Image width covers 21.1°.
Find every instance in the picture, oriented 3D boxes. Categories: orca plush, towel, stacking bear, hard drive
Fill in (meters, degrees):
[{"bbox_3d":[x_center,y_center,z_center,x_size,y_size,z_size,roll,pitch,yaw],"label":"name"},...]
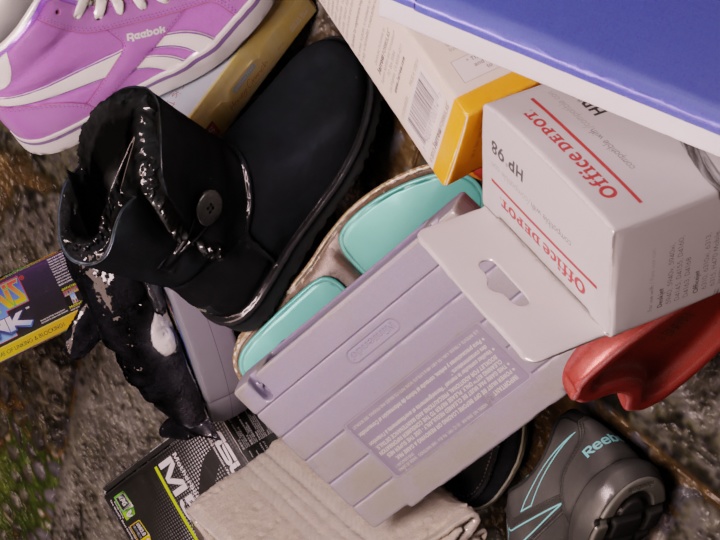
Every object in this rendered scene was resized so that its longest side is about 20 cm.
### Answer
[{"bbox_3d":[-0.166,0.040,1.294,0.105,0.071,0.200,48,160,51],"label":"orca plush"},{"bbox_3d":[-0.018,0.164,1.250,0.200,0.132,0.035,34,154,54],"label":"towel"},{"bbox_3d":[0.119,-0.038,1.049,0.114,0.121,0.200,-42,65,18],"label":"stacking bear"},{"bbox_3d":[0.127,-0.132,0.927,0.200,0.132,0.025,24,145,15],"label":"hard drive"}]

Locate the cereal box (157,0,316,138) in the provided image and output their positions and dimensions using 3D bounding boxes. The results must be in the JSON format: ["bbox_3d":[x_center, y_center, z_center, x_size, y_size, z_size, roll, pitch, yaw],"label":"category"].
[{"bbox_3d":[-0.143,-0.151,1.244,0.200,0.144,0.040,27,164,36],"label":"cereal box"}]

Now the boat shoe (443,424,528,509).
[{"bbox_3d":[0.067,0.069,1.193,0.075,0.062,0.201,31,132,30],"label":"boat shoe"}]

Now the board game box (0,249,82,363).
[{"bbox_3d":[-0.275,0.042,1.400,0.057,0.200,0.165,65,160,-6],"label":"board game box"}]

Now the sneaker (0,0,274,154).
[{"bbox_3d":[-0.140,-0.160,1.148,0.073,0.200,0.114,47,170,40],"label":"sneaker"}]

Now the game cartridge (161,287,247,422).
[{"bbox_3d":[-0.126,0.009,1.315,0.200,0.041,0.133,78,166,-47],"label":"game cartridge"}]

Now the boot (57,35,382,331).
[{"bbox_3d":[-0.080,-0.072,1.133,0.076,0.168,0.201,24,85,35],"label":"boot"}]

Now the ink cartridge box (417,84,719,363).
[{"bbox_3d":[0.137,-0.043,0.928,0.116,0.199,0.067,49,152,42],"label":"ink cartridge box"}]

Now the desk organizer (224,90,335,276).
[{"bbox_3d":[-0.065,-0.017,1.281,0.077,0.072,0.201,0,109,49],"label":"desk organizer"}]

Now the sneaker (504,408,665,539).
[{"bbox_3d":[0.125,0.173,1.192,0.079,0.075,0.200,50,133,36],"label":"sneaker"}]

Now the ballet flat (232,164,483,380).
[{"bbox_3d":[0.000,0.000,1.201,0.200,0.065,0.071,-39,94,12],"label":"ballet flat"}]

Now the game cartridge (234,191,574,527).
[{"bbox_3d":[0.035,0.057,1.134,0.130,0.038,0.200,43,123,-12],"label":"game cartridge"}]

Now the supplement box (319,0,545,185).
[{"bbox_3d":[0.049,-0.160,1.011,0.200,0.126,0.074,58,160,21],"label":"supplement box"}]

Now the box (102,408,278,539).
[{"bbox_3d":[-0.090,0.209,1.444,0.200,0.047,0.193,59,141,4],"label":"box"}]

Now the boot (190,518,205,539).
[{"bbox_3d":[-0.035,0.249,1.340,0.200,0.069,0.175,15,125,43],"label":"boot"}]
